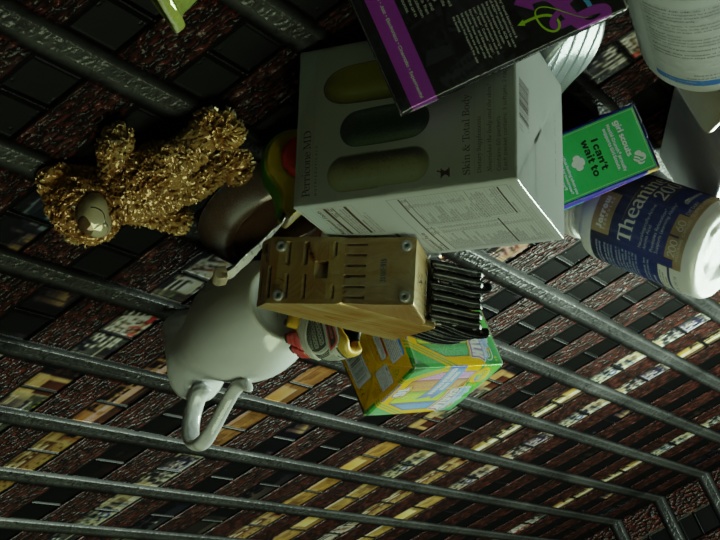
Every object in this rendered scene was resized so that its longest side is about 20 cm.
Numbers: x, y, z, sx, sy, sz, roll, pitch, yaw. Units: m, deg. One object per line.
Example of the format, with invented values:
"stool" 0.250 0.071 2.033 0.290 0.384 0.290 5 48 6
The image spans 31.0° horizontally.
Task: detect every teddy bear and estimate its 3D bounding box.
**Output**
"teddy bear" -0.187 -0.079 1.167 0.199 0.067 0.145 -13 150 -21

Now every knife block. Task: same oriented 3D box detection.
"knife block" 0.020 0.026 1.212 0.198 0.064 0.176 0 161 12

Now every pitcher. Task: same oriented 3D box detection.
"pitcher" -0.134 0.089 1.364 0.121 0.173 0.200 13 152 -32

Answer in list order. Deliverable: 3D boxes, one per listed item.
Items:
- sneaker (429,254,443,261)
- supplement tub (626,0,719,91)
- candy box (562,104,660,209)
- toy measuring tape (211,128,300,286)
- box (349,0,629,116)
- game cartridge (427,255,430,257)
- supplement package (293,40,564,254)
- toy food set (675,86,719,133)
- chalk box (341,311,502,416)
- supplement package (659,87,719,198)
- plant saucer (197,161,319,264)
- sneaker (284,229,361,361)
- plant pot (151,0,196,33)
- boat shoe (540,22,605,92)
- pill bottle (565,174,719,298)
"sneaker" 0.008 0.036 1.531 0.199 0.079 0.077 -21 163 -1
"supplement tub" 0.299 -0.257 1.149 0.131 0.133 0.200 -27 154 9
"candy box" 0.194 -0.097 1.361 0.199 0.077 0.169 -24 180 1
"toy measuring tape" -0.085 -0.073 1.213 0.200 0.073 0.074 -45 162 -23
"box" 0.093 -0.229 1.031 0.199 0.144 0.036 -24 -178 5
"game cartridge" 0.026 -0.022 1.381 0.038 0.130 0.200 23 134 -20
"supplement package" 0.063 -0.110 1.141 0.199 0.153 0.151 -6 160 23
"toy food set" 0.397 -0.215 1.292 0.199 0.144 0.061 -15 153 -17
"chalk box" 0.090 0.099 1.657 0.199 0.125 0.124 0 146 -40
"supplement package" 0.423 -0.154 1.450 0.119 0.122 0.200 -21 154 -5
"plant saucer" -0.069 -0.056 1.346 0.199 0.032 0.201 -18 154 -9
"sneaker" 0.000 0.000 1.293 0.082 0.201 0.078 10 165 36
"plant pot" -0.091 -0.276 0.767 0.184 0.201 0.201 -34 154 -2
"boat shoe" 0.164 -0.193 1.238 0.072 0.062 0.200 -18 156 -32
"pill bottle" 0.318 -0.052 1.461 0.111 0.199 0.112 -25 127 -39
